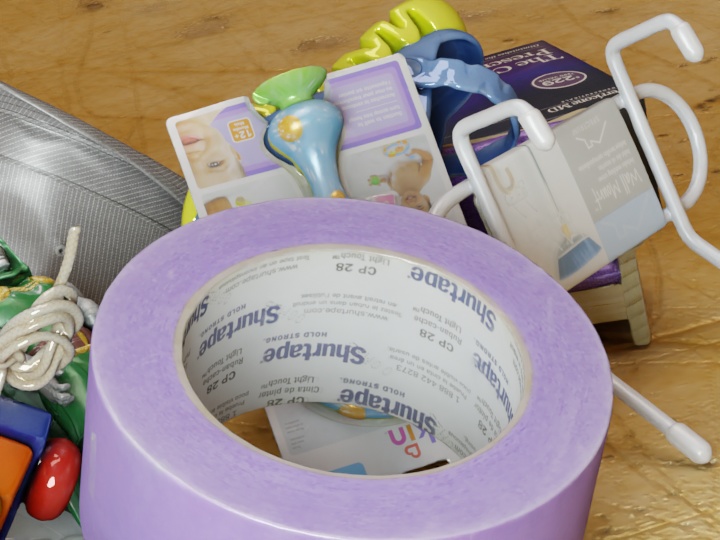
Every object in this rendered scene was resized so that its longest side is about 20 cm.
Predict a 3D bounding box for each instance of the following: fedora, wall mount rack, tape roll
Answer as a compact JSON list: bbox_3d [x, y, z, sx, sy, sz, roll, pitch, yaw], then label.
[{"bbox_3d":[-0.161,-0.019,1.374,0.177,0.200,0.090,4,68,54],"label":"fedora"},{"bbox_3d":[0.126,-0.012,1.222,0.200,0.174,0.075,-31,8,-41],"label":"wall mount rack"},{"bbox_3d":[-0.007,0.064,1.068,0.200,0.085,0.200,6,38,-5],"label":"tape roll"}]

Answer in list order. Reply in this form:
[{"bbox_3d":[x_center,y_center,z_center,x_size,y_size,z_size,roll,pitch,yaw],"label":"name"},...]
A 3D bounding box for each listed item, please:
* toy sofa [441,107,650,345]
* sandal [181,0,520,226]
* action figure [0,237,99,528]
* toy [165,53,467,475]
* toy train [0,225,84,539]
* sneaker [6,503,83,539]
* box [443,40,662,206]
[{"bbox_3d":[0.037,-0.008,1.329,0.200,0.098,0.083,-9,20,6],"label":"toy sofa"},{"bbox_3d":[0.000,-0.052,1.286,0.087,0.080,0.200,32,61,33],"label":"sandal"},{"bbox_3d":[-0.112,0.054,1.167,0.118,0.055,0.200,-18,54,-44],"label":"action figure"},{"bbox_3d":[0.000,0.000,1.205,0.115,0.200,0.047,-16,-20,-12],"label":"toy"},{"bbox_3d":[-0.151,0.089,1.053,0.085,0.200,0.116,20,27,-12],"label":"toy train"},{"bbox_3d":[-0.176,0.078,1.186,0.200,0.116,0.075,-14,20,-6],"label":"sneaker"},{"bbox_3d":[0.039,-0.051,1.478,0.200,0.079,0.141,-17,23,-15],"label":"box"}]
